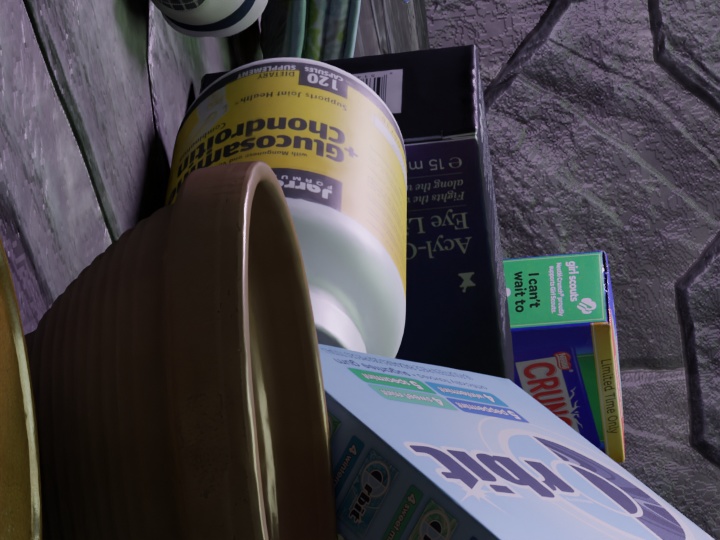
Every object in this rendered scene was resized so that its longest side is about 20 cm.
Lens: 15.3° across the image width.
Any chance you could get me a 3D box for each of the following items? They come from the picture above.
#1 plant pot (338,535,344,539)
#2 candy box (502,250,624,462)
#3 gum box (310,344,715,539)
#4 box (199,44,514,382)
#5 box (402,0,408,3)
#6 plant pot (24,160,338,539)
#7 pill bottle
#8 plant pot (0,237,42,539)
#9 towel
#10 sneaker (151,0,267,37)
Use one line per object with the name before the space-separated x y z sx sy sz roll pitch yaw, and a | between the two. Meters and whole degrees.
plant pot | 0.004 0.208 1.116 0.200 0.199 0.174 -45 145 -83
candy box | 0.085 0.071 1.903 0.169 0.199 0.077 77 9 -49
gum box | 0.063 0.101 1.043 0.170 0.200 0.045 13 109 -50
box | 0.000 0.000 1.369 0.104 0.147 0.201 -87 169 -60
box | -0.013 -0.221 1.383 0.200 0.032 0.122 33 58 -67
plant pot | -0.065 0.068 0.903 0.201 0.092 0.202 -7 90 -85
pill bottle | -0.035 -0.003 1.189 0.200 0.112 0.112 -89 171 -57
plant pot | -0.117 0.045 0.726 0.200 0.027 0.201 -6 90 -85
towel | -0.026 -0.207 1.570 0.171 0.048 0.201 -108 -155 -68
sneaker | -0.077 -0.211 1.231 0.080 0.076 0.201 33 49 -71
